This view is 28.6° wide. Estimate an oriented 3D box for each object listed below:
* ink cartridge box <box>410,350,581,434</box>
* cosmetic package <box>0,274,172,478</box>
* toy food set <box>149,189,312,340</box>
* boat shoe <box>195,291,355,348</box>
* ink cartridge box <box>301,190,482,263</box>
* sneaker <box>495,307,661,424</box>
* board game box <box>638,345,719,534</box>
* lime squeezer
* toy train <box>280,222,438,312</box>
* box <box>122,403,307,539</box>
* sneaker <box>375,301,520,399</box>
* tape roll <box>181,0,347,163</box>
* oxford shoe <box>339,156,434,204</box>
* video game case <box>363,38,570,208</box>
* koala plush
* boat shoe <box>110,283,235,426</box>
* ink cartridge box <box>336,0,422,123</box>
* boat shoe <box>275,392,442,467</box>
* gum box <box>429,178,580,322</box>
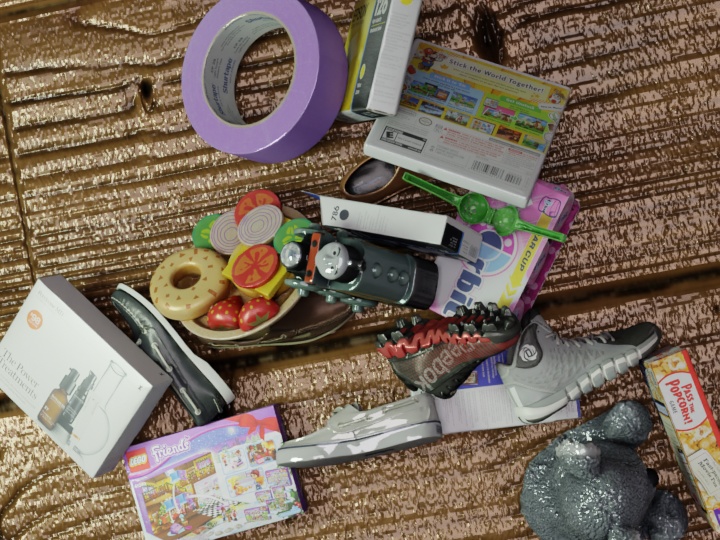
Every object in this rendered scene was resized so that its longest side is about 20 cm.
[{"bbox_3d":[0.159,0.140,1.690,0.199,0.037,0.095,-7,87,8],"label":"ink cartridge box"},{"bbox_3d":[-0.341,0.126,1.700,0.200,0.052,0.151,40,109,15],"label":"cosmetic package"},{"bbox_3d":[-0.141,-0.007,1.674,0.200,0.049,0.198,22,68,40],"label":"toy food set"},{"bbox_3d":[-0.102,0.058,1.699,0.202,0.075,0.075,-16,87,5],"label":"boat shoe"},{"bbox_3d":[0.032,-0.050,1.640,0.199,0.099,0.039,12,85,32],"label":"ink cartridge box"},{"bbox_3d":[0.245,0.082,1.630,0.200,0.075,0.116,-30,90,-12],"label":"sneaker"},{"bbox_3d":[0.377,0.188,1.608,0.046,0.151,0.201,-21,87,5],"label":"board game box"},{"bbox_3d":[0.147,-0.069,1.605,0.199,0.071,0.038,24,72,19],"label":"lime squeezer"},{"bbox_3d":[0.000,0.000,1.602,0.114,0.200,0.086,5,82,37],"label":"toy train"},{"bbox_3d":[-0.178,0.254,1.720,0.199,0.039,0.137,-16,87,5],"label":"box"},{"bbox_3d":[0.109,0.095,1.608,0.200,0.071,0.098,-14,105,44],"label":"sneaker"},{"bbox_3d":[-0.115,-0.231,1.673,0.200,0.066,0.201,-5,82,32],"label":"tape roll"},{"bbox_3d":[0.063,-0.137,1.691,0.200,0.071,0.071,-35,84,2],"label":"oxford shoe"},{"bbox_3d":[0.127,-0.175,1.658,0.199,0.023,0.182,19,57,9],"label":"video game case"},{"bbox_3d":[0.269,0.257,1.593,0.183,0.200,0.178,-21,87,5],"label":"koala plush"},{"bbox_3d":[-0.239,0.101,1.706,0.200,0.076,0.060,44,75,10],"label":"boat shoe"},{"bbox_3d":[0.022,-0.274,1.635,0.047,0.198,0.201,12,91,-13],"label":"ink cartridge box"},{"bbox_3d":[-0.006,0.187,1.667,0.199,0.072,0.066,-14,74,11],"label":"boat shoe"},{"bbox_3d":[0.165,-0.024,1.664,0.113,0.066,0.201,27,92,23],"label":"gum box"}]
